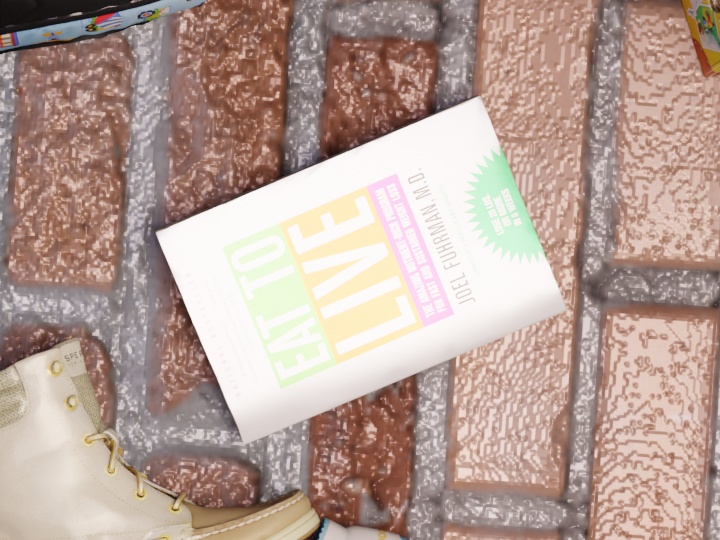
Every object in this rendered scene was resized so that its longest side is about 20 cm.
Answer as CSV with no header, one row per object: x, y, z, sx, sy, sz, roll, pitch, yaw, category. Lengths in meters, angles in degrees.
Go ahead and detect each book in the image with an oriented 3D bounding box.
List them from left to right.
0.000,0.000,1.261,0.200,0.048,0.134,-23,93,-4,book

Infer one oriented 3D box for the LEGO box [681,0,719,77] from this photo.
0.263,-0.171,1.195,0.149,0.200,0.077,-16,88,-2,LEGO box

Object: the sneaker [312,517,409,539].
-0.007,0.243,1.232,0.081,0.077,0.201,12,87,-2,sneaker

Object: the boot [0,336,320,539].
-0.135,0.110,1.238,0.200,0.072,0.155,-16,86,-2,boot

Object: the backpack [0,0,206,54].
-0.161,-0.204,1.197,0.199,0.183,0.135,-9,71,-16,backpack
